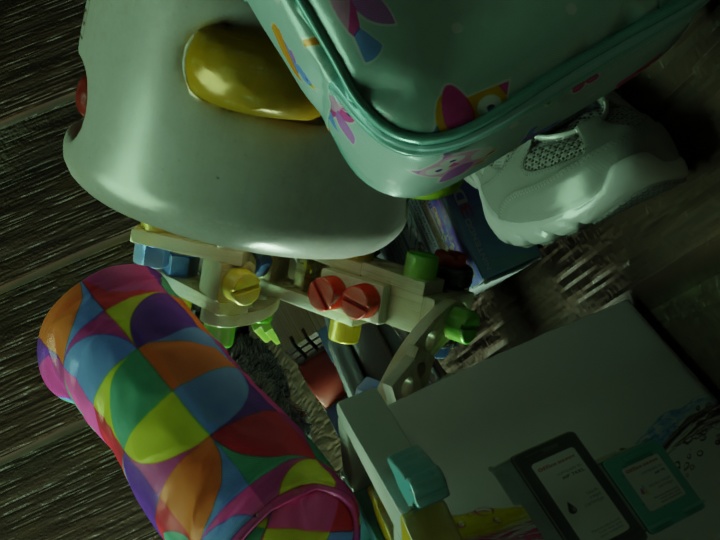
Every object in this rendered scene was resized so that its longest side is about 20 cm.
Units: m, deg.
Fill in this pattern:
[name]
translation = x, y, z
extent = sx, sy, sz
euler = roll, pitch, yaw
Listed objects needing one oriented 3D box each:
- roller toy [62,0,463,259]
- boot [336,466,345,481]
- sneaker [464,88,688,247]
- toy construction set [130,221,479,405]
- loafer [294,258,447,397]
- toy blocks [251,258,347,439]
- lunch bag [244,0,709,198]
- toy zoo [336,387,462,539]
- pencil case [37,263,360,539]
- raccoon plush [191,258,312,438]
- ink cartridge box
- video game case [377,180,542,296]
[roller toy]
translation = -0.053, -0.098, 0.749
extent = 0.181, 0.199, 0.142
euler = 23, 108, 32
[boot]
translation = 0.061, 0.126, 0.888
extent = 0.200, 0.145, 0.071
euler = -175, 63, -78
[sneaker]
translation = 0.070, -0.068, 0.643
extent = 0.200, 0.074, 0.083
euler = -138, 26, -68
[toy construction set]
translation = -0.015, 0.019, 0.788
extent = 0.199, 0.130, 0.093
euler = 35, 113, 27
[loafer]
translation = 0.000, 0.000, 0.893
extent = 0.072, 0.062, 0.202
euler = 21, -133, -76
[toy blocks]
translation = -0.008, 0.063, 1.032
extent = 0.138, 0.099, 0.200
euler = 60, -176, 30
[lunch bag]
translation = 0.025, -0.143, 0.515
extent = 0.202, 0.159, 0.077
euler = 60, 173, 7
[toy zoo]
translation = 0.027, 0.140, 0.643
extent = 0.201, 0.020, 0.132
euler = 86, 160, -53
[pencil case]
translation = -0.079, 0.080, 0.700
extent = 0.200, 0.088, 0.089
euler = 46, 158, 41
[raccoon plush]
translation = -0.083, 0.091, 0.924
extent = 0.202, 0.096, 0.134
euler = 66, 175, -29
[ink cartridge box]
translation = 0.113, 0.147, 0.676
extent = 0.201, 0.144, 0.148
euler = -125, 16, -48
[video game case]
translation = 0.017, -0.070, 0.904
extent = 0.202, 0.045, 0.181
euler = 67, 159, 5
